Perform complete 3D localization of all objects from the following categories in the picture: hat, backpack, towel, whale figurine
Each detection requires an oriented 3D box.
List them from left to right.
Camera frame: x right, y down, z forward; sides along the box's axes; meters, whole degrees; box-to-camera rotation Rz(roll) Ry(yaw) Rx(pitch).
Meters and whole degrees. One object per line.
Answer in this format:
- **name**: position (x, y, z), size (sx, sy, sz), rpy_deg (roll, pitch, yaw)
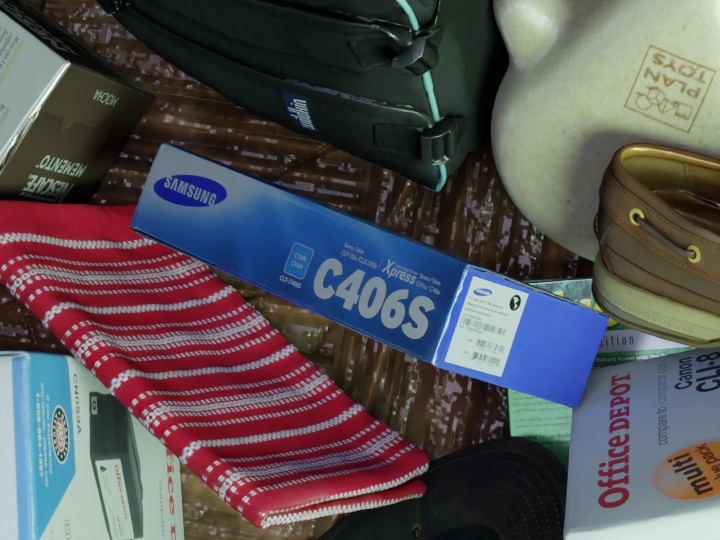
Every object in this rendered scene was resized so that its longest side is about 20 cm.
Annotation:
- **towel**: position (-0.071, 0.034, 0.911), size (0.200, 0.144, 0.023), rpy_deg (41, 110, 24)
- **backpack**: position (-0.029, -0.149, 0.913), size (0.199, 0.176, 0.154), rpy_deg (18, 70, 19)
- **hat**: position (0.042, 0.171, 0.915), size (0.200, 0.081, 0.201), rpy_deg (-34, 37, 30)
- **whale figurine**: position (0.134, -0.094, 0.875), size (0.158, 0.104, 0.201), rpy_deg (22, 131, 6)

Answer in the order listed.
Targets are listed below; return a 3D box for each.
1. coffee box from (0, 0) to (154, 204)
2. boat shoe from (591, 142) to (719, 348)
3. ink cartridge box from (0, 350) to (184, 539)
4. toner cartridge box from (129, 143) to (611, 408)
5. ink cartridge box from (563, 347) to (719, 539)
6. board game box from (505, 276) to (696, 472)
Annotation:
- **coffee box**: position (-0.208, -0.112, 0.987), size (0.200, 0.113, 0.080), rpy_deg (37, 95, 14)
- **boat shoe**: position (0.175, -0.002, 0.796), size (0.199, 0.072, 0.068), rpy_deg (14, 128, 32)
- **ink cartridge box**: position (-0.142, 0.111, 0.910), size (0.083, 0.200, 0.146), rpy_deg (-5, 85, 12)
- **toner cartridge box**: position (0.000, 0.000, 0.891), size (0.200, 0.095, 0.043), rpy_deg (23, 91, 45)
- **ink cartridge box**: position (0.190, 0.112, 0.831), size (0.199, 0.145, 0.145), rpy_deg (-13, 110, 13)
- **board game box**: position (0.162, 0.050, 0.928), size (0.199, 0.023, 0.105), rpy_deg (-4, 88, 13)
